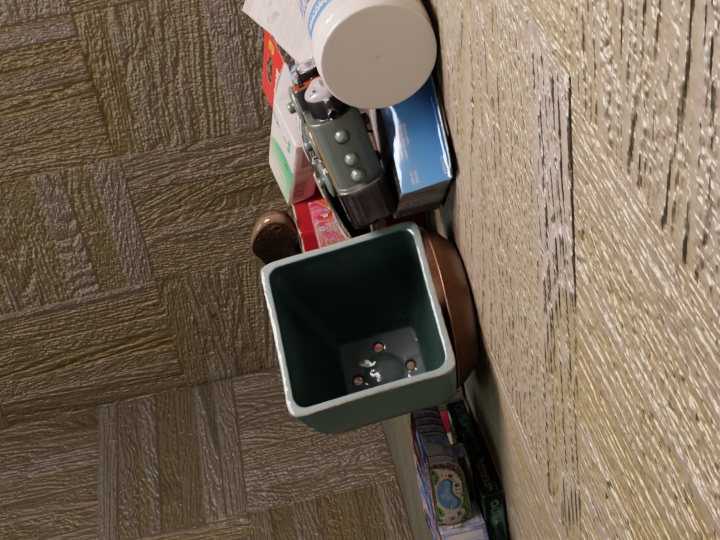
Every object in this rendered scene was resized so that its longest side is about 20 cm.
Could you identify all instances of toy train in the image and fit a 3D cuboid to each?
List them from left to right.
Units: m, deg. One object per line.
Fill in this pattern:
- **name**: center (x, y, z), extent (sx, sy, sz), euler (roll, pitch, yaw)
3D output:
- **toy train**: center (-0.019, -0.144, 1.345), extent (0.114, 0.085, 0.201), euler (-119, 6, -56)

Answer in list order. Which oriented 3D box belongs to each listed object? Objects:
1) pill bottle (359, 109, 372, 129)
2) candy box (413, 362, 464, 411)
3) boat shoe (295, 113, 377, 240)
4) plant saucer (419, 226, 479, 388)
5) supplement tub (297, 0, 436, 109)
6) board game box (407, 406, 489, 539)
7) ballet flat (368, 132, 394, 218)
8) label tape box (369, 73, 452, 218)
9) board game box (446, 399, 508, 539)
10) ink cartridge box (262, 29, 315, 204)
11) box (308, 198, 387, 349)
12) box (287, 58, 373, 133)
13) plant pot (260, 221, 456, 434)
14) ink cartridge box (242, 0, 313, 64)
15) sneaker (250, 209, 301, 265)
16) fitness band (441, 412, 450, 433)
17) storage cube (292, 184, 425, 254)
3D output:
- **pill bottle**: center (-0.009, -0.291, 1.551), extent (0.115, 0.113, 0.201), euler (82, 175, -49)
- **candy box**: center (0.096, 0.082, 1.635), extent (0.117, 0.056, 0.202), euler (-110, 9, -66)
- **boat shoe**: center (-0.024, -0.125, 1.471), extent (0.064, 0.070, 0.201), euler (-108, -5, -76)
- **plant saucer**: center (0.109, 0.042, 1.424), extent (0.200, 0.036, 0.202), euler (168, 90, -88)
- **supplement tub**: center (0.001, -0.284, 1.278), extent (0.201, 0.131, 0.133), euler (-105, 5, -48)
- **board game box**: center (0.116, 0.290, 1.502), extent (0.200, 0.061, 0.201), euler (-111, 10, -60)
- **ballet flat**: center (0.045, -0.133, 1.544), extent (0.200, 0.067, 0.069), euler (63, -170, -68)
- **label tape box**: center (0.057, -0.154, 1.362), extent (0.200, 0.066, 0.144), euler (89, 169, -81)
- **board game box**: center (0.156, 0.284, 1.559), extent (0.200, 0.028, 0.136), euler (-109, 7, -59)
- **ink cartridge box**: center (-0.116, -0.218, 1.663), extent (0.201, 0.050, 0.161), euler (62, 162, 20)
- **box**: center (0.000, 0.000, 1.597), extent (0.100, 0.095, 0.201), euler (-111, 7, -69)
- **box**: center (-0.010, -0.202, 1.618), extent (0.199, 0.038, 0.137), euler (31, -147, -41)
- **plant pot**: center (0.013, 0.093, 1.422), extent (0.200, 0.195, 0.197), euler (64, -169, -62)
- **ink cartridge box**: center (-0.060, -0.375, 1.467), extent (0.176, 0.044, 0.201), euler (48, 124, 41)
- **sneaker**: center (-0.127, -0.057, 1.718), extent (0.200, 0.070, 0.076), euler (88, 170, -70)
- **fitness band**: center (0.117, 0.177, 1.822), extent (0.200, 0.037, 0.145), euler (84, 170, -70)
- **storage cube**: center (0.000, -0.044, 1.743), extent (0.200, 0.178, 0.172), euler (-106, 5, -57)
